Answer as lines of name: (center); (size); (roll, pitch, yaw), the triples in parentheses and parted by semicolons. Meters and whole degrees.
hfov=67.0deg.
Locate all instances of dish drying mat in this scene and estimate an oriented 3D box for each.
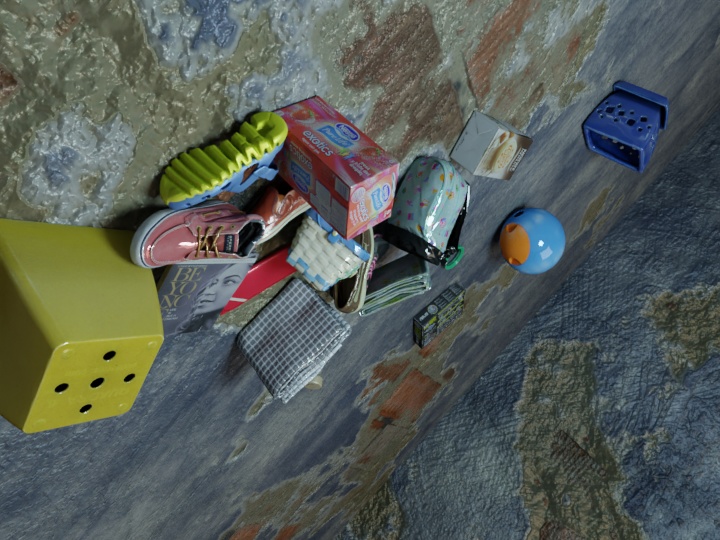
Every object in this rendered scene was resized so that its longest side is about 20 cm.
dish drying mat: (-0.182, 0.011, 1.014); (0.198, 0.018, 0.078); (-33, 147, -26)

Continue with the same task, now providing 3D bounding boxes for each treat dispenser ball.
treat dispenser ball: (0.532, -0.092, 1.690); (0.199, 0.201, 0.203); (-33, 149, -23)

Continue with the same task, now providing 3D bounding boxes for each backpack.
backpack: (0.144, -0.132, 1.144); (0.126, 0.165, 0.204); (25, 92, -52)

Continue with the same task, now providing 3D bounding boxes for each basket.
basket: (-0.034, -0.071, 0.967); (0.202, 0.138, 0.176); (-56, 180, 7)

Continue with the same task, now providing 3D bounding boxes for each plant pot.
plant pot: (-0.361, 0.077, 0.679); (0.198, 0.176, 0.202); (2, 125, -55)
plant pot: (0.825, -0.448, 1.673); (0.182, 0.199, 0.199); (-58, 150, 7)

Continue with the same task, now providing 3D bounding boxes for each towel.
towel: (-0.135, 0.132, 1.080); (0.200, 0.165, 0.086); (-45, 146, -4)
towel: (0.071, 0.021, 1.197); (0.168, 0.049, 0.201); (-22, -165, 11)

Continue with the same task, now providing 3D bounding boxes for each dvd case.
dvd case: (-0.268, 0.038, 0.884); (0.147, 0.016, 0.201); (-2, 139, -49)

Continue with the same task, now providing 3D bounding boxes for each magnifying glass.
magnifying glass: (0.247, -0.055, 1.532); (0.080, 0.022, 0.200); (-49, 154, 3)

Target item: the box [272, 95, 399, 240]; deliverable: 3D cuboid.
box: (-0.043, -0.155, 0.806); (0.094, 0.200, 0.104); (-28, 147, -28)

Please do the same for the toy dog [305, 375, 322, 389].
toy dog: (-0.126, 0.195, 1.248); (0.094, 0.134, 0.203); (4, 129, -7)

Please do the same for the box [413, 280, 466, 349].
box: (0.256, 0.146, 1.770); (0.199, 0.044, 0.162); (-38, 150, -18)

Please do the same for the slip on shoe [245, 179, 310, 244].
slip on shoe: (-0.142, -0.105, 0.883); (0.199, 0.074, 0.062); (-38, 129, -17)

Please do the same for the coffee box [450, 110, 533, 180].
coffee box: (0.308, -0.285, 1.262); (0.198, 0.080, 0.116); (-7, 133, -51)

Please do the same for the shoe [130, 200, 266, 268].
shoe: (-0.215, -0.047, 0.753); (0.200, 0.089, 0.073); (-39, 141, -59)

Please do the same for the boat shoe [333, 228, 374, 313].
boat shoe: (-0.019, -0.018, 1.069); (0.074, 0.073, 0.208); (1, 90, -62)

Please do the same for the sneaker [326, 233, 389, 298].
sneaker: (0.000, 0.000, 1.176); (0.198, 0.095, 0.080); (-36, 149, -23)

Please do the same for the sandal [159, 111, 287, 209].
sandal: (-0.183, -0.137, 0.762); (0.197, 0.080, 0.088); (-31, 153, -17)
